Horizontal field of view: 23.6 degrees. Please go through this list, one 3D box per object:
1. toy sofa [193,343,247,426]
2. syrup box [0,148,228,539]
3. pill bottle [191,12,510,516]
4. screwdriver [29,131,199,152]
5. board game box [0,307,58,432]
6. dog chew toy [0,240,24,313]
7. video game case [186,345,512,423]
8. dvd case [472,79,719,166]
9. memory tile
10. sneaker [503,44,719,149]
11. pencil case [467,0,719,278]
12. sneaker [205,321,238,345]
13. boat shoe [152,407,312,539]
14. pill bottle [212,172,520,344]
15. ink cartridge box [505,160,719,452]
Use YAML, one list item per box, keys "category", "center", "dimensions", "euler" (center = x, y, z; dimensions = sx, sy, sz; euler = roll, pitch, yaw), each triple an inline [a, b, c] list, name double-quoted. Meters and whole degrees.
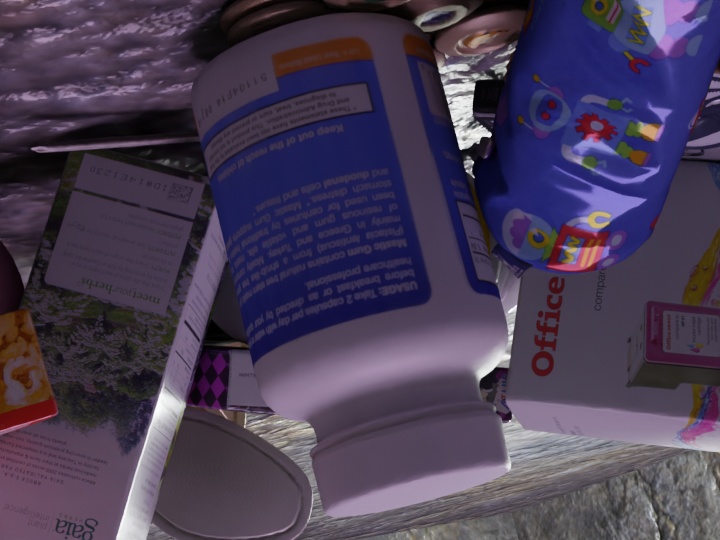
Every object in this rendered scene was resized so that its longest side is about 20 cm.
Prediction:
- category: "toy sofa"
  center: [-0.174, 0.064, 1.194]
  dimensions: [0.200, 0.098, 0.083]
  euler: [-1, -174, -44]
- category: "syrup box"
  center: [-0.127, 0.048, 0.847]
  dimensions: [0.079, 0.200, 0.081]
  euler: [14, 169, 5]
- category: "pill bottle"
  center: [0.000, 0.000, 0.749]
  dimensions: [0.112, 0.200, 0.112]
  euler: [-13, 167, -3]
- category: "screwdriver"
  center: [-0.065, -0.063, 0.849]
  dimensions: [0.200, 0.029, 0.028]
  euler: [-12, 167, -31]
- category: "board game box"
  center: [-0.233, 0.069, 0.699]
  dimensions: [0.200, 0.046, 0.151]
  euler: [-16, 178, -18]
- category: "dog chew toy"
  center: [-0.230, 0.030, 0.895]
  dimensions: [0.124, 0.125, 0.200]
  euler: [-13, 175, -6]
- category: "video game case"
  center: [-0.043, 0.063, 0.991]
  dimensions: [0.181, 0.036, 0.200]
  euler: [5, 177, -31]
- category: "dvd case"
  center: [0.177, -0.069, 0.931]
  dimensions: [0.200, 0.025, 0.150]
  euler: [3, 170, 21]
- category: "memory tile"
  center: [0.053, -0.126, 0.755]
  dimensions: [0.200, 0.017, 0.153]
  euler: [-21, 165, 27]
- category: "sneaker"
  center: [0.169, -0.104, 0.773]
  dimensions: [0.108, 0.070, 0.200]
  euler: [4, 166, -39]
- category: "pencil case"
  center: [0.097, -0.084, 0.688]
  dimensions: [0.087, 0.078, 0.200]
  euler: [15, 140, 3]
- category: "sneaker"
  center: [-0.042, 0.004, 1.055]
  dimensions: [0.199, 0.076, 0.114]
  euler: [-8, 173, -3]
- category: "boat shoe"
  center: [-0.119, 0.111, 0.973]
  dimensions: [0.200, 0.074, 0.060]
  euler: [9, 176, 11]
- category: "pill bottle"
  center: [0.010, -0.012, 0.970]
  dimensions: [0.111, 0.111, 0.200]
  euler: [-25, 163, 38]
- category: "ink cartridge box"
  center: [0.187, 0.021, 0.936]
  dimensions: [0.200, 0.145, 0.085]
  euler: [5, 166, 17]
